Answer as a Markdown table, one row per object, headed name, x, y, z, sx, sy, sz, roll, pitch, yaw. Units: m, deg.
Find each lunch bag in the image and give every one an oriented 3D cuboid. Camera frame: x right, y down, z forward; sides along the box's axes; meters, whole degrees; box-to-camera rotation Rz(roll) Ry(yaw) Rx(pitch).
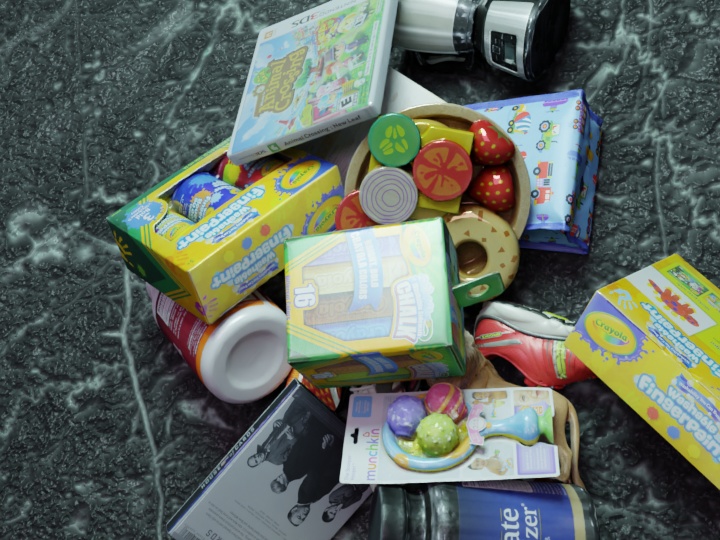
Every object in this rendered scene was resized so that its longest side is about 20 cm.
| name | x | y | z | sx | sy | sz | roll | pitch | yaw |
| --- | --- | --- | --- | --- | --- | --- | --- | --- | --- |
| lunch bag | 0.152 | -0.106 | 1.173 | 0.197 | 0.094 | 0.153 | 3 | 76 | 28 |

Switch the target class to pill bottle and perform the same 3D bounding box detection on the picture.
| name | x | y | z | sx | sy | sz | roll | pitch | yaw |
| --- | --- | --- | --- | --- | --- | --- | --- | --- | --- |
| pill bottle | 0.109 | 0.246 | 0.982 | 0.196 | 0.112 | 0.114 | 5 | 73 | -7 |
| pill bottle | -0.160 | 0.049 | 1.178 | 0.113 | 0.113 | 0.200 | -48 | 42 | -2 |

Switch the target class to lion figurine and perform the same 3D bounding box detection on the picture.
| name | x | y | z | sx | sy | sz | roll | pitch | yaw |
| --- | --- | --- | --- | --- | --- | --- | --- | --- | --- |
| lion figurine | 0.147 | 0.137 | 1.072 | 0.197 | 0.073 | 0.124 | 20 | 67 | 8 |

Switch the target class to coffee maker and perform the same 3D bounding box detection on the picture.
| name | x | y | z | sx | sy | sz | roll | pitch | yaw |
| --- | --- | --- | --- | --- | --- | --- | --- | --- | --- |
| coffee maker | 0.136 | -0.319 | 1.213 | 0.197 | 0.135 | 0.195 | 16 | 77 | 21 |

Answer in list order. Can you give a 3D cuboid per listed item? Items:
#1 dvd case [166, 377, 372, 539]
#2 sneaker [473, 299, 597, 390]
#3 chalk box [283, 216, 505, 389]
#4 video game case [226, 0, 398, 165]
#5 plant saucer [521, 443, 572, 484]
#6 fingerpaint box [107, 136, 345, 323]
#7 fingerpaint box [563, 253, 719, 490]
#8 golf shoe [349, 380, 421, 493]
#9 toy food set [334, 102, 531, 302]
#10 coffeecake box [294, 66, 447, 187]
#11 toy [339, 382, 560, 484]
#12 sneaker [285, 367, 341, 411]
| name | x | y | z | sx | sy | sz | roll | pitch | yaw |
| --- | --- | --- | --- | --- | --- | --- | --- | --- | --- |
| dvd case | -0.081 | 0.233 | 1.110 | 0.200 | 0.150 | 0.025 | -48 | 23 | -2 |
| sneaker | 0.208 | 0.093 | 1.103 | 0.198 | 0.077 | 0.086 | 19 | 98 | 27 |
| chalk box | 0.038 | 0.034 | 1.015 | 0.196 | 0.125 | 0.126 | -6 | 70 | 12 |
| video game case | -0.048 | -0.213 | 1.137 | 0.180 | 0.022 | 0.202 | -15 | 47 | 28 |
| plant saucer | 0.119 | 0.236 | 1.094 | 0.197 | 0.032 | 0.204 | -5 | 71 | 14 |
| fingerpaint box | -0.139 | -0.056 | 1.134 | 0.199 | 0.074 | 0.166 | -37 | 42 | -25 |
| fingerpaint box | 0.317 | 0.090 | 1.004 | 0.200 | 0.166 | 0.074 | 44 | 128 | 24 |
| golf shoe | 0.019 | 0.145 | 1.089 | 0.077 | 0.088 | 0.202 | -30 | 39 | 25 |
| toy food set | 0.074 | -0.069 | 1.086 | 0.194 | 0.049 | 0.203 | 10 | 113 | 2 |
| coffeecake box | 0.009 | -0.150 | 1.201 | 0.199 | 0.073 | 0.155 | 38 | 100 | 33 |
| toy | 0.081 | 0.138 | 0.989 | 0.196 | 0.048 | 0.116 | 0 | 36 | 6 |
| sneaker | -0.042 | 0.074 | 1.178 | 0.072 | 0.077 | 0.202 | 31 | 63 | -18 |
